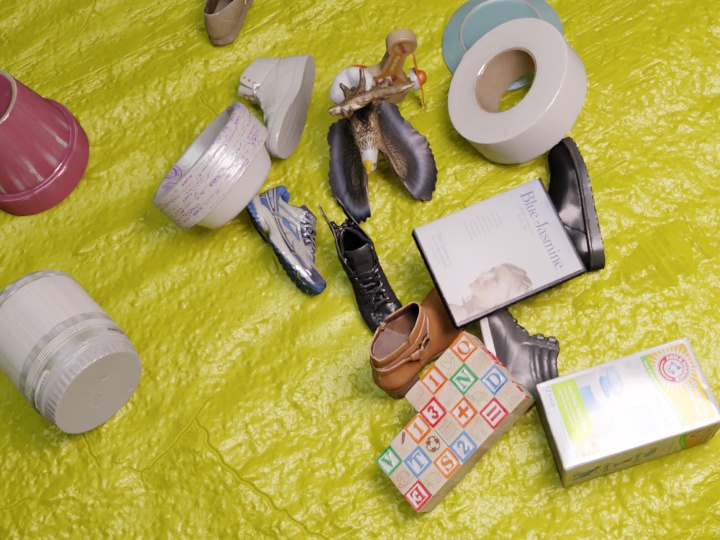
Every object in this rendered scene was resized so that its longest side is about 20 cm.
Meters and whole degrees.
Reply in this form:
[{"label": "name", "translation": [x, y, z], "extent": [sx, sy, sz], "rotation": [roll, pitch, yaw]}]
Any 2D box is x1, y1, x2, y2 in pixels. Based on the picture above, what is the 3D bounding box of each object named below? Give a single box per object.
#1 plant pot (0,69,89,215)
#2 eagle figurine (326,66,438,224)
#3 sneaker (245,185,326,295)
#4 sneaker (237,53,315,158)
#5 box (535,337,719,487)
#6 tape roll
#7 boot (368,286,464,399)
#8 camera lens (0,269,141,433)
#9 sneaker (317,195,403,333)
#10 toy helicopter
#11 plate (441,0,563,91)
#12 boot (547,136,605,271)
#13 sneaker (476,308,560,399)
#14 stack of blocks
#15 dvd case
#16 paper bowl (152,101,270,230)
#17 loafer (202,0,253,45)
[{"label": "plant pot", "translation": [-0.568, -0.219, 1.428], "extent": [0.195, 0.180, 0.204], "rotation": [-5, 65, 10]}, {"label": "eagle figurine", "translation": [0.017, -0.181, 1.284], "extent": [0.150, 0.201, 0.152], "rotation": [20, 63, 30]}, {"label": "sneaker", "translation": [-0.096, -0.054, 1.308], "extent": [0.084, 0.077, 0.201], "rotation": [-32, 63, -9]}, {"label": "sneaker", "translation": [-0.148, -0.264, 1.423], "extent": [0.113, 0.074, 0.203], "rotation": [4, 57, 16]}, {"label": "box", "translation": [0.327, 0.177, 1.090], "extent": [0.196, 0.102, 0.114], "rotation": [-18, 63, 4]}, {"label": "tape roll", "translation": [0.227, -0.263, 1.292], "extent": [0.200, 0.070, 0.207], "rotation": [-19, 59, 35]}, {"label": "boot", "translation": [0.081, 0.069, 1.164], "extent": [0.073, 0.155, 0.202], "rotation": [25, 72, 22]}, {"label": "camera lens", "translation": [-0.427, 0.110, 1.253], "extent": [0.199, 0.161, 0.160], "rotation": [39, 78, 25]}, {"label": "sneaker", "translation": [0.003, -0.001, 1.243], "extent": [0.059, 0.105, 0.202], "rotation": [-26, 63, -2]}, {"label": "toy helicopter", "translation": [0.051, -0.297, 1.324], "extent": [0.129, 0.200, 0.081], "rotation": [-1, 72, -14]}, {"label": "plate", "translation": [0.227, -0.378, 1.415], "extent": [0.196, 0.026, 0.204], "rotation": [-5, 64, 10]}, {"label": "boot", "translation": [0.249, -0.083, 1.241], "extent": [0.154, 0.080, 0.215], "rotation": [-9, 64, 8]}, {"label": "sneaker", "translation": [0.210, 0.086, 1.180], "extent": [0.097, 0.071, 0.204], "rotation": [-14, 69, 3]}, {"label": "stack of blocks", "translation": [0.111, 0.193, 1.121], "extent": [0.201, 0.058, 0.115], "rotation": [-49, 63, 9]}, {"label": "dvd case", "translation": [0.183, -0.025, 1.164], "extent": [0.197, 0.018, 0.145], "rotation": [-22, 75, -11]}, {"label": "paper bowl", "translation": [-0.213, -0.145, 1.325], "extent": [0.200, 0.104, 0.202], "rotation": [-40, 22, 20]}, {"label": "loafer", "translation": [-0.224, -0.491, 1.542], "extent": [0.074, 0.068, 0.204], "rotation": [4, 66, 14]}]
